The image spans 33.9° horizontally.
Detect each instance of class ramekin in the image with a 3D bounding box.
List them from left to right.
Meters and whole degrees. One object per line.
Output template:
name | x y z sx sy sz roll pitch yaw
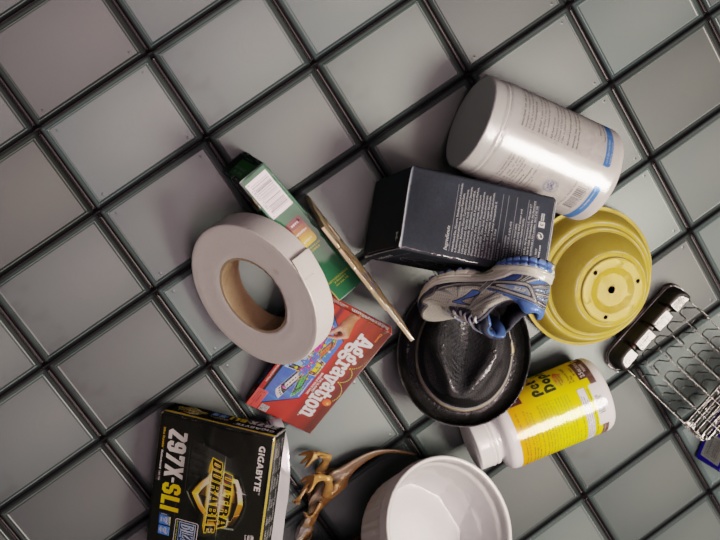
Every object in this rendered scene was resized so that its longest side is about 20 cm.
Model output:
ramekin | 0.096 0.357 1.599 0.200 0.105 0.201 10 68 -27

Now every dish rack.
dish rack | 0.470 0.137 1.687 0.200 0.055 0.153 42 91 -6

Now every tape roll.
tape roll | -0.123 0.023 1.462 0.037 0.202 0.203 -40 114 -42

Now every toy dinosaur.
toy dinosaur | -0.034 0.283 1.620 0.200 0.060 0.106 -45 133 4

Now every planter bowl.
planter bowl | 0.327 0.018 1.615 0.200 0.083 0.201 -4 105 -14

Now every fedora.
fedora | 0.137 0.104 1.558 0.200 0.092 0.201 -1 79 3

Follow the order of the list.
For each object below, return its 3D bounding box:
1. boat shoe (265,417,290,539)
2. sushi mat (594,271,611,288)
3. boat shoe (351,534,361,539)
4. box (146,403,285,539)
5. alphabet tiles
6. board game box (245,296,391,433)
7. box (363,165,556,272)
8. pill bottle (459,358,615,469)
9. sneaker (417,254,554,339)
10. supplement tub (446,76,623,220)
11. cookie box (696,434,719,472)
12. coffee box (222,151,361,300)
boat shoe | -0.135 0.294 1.577 0.065 0.074 0.201 1 101 -19
sushi mat | 0.265 0.003 1.646 0.199 0.012 0.096 -16 107 -11
boat shoe | 0.013 0.392 1.645 0.200 0.072 0.068 13 77 -20
box | -0.190 0.287 1.538 0.159 0.049 0.201 12 101 15
alphabet tiles | 0.000 0.000 1.495 0.008 0.167 0.200 -37 109 2
board game box | -0.056 0.125 1.546 0.103 0.019 0.200 27 118 -19
box | 0.125 -0.054 1.515 0.199 0.148 0.107 11 84 -17
pill bottle | 0.242 0.203 1.635 0.200 0.109 0.110 -21 107 -10
sneaker | 0.146 0.043 1.448 0.077 0.200 0.085 25 60 -39
supplement tub | 0.228 -0.157 1.538 0.200 0.132 0.132 22 96 -18
cookie box | 0.629 0.239 1.761 0.200 0.075 0.172 18 97 -17
coffee box | -0.086 -0.056 1.485 0.044 0.123 0.200 -42 111 -4
